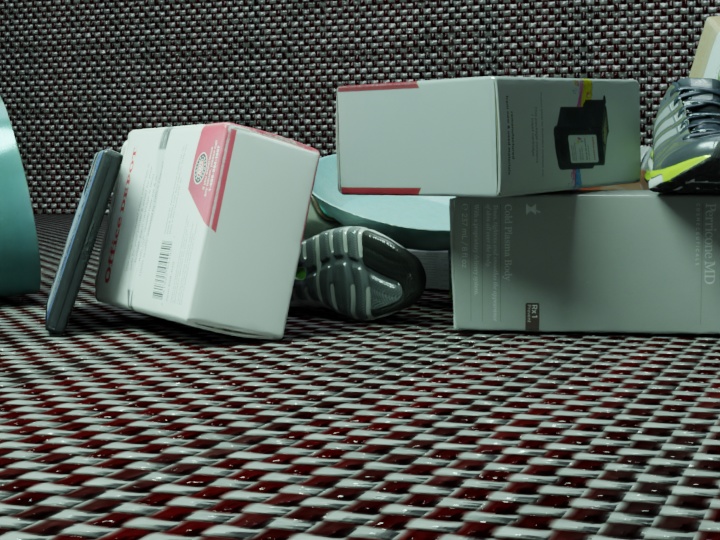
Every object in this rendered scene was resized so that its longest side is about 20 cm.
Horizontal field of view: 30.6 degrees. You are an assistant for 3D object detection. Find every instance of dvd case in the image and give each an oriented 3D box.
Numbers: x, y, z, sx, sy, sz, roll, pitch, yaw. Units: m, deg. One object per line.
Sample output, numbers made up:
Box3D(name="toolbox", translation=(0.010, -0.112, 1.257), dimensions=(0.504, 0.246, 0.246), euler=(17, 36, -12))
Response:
Box3D(name="dvd case", translation=(-0.226, -0.028, 1.068), dimensions=(0.018, 0.143, 0.200), euler=(18, 0, -14))

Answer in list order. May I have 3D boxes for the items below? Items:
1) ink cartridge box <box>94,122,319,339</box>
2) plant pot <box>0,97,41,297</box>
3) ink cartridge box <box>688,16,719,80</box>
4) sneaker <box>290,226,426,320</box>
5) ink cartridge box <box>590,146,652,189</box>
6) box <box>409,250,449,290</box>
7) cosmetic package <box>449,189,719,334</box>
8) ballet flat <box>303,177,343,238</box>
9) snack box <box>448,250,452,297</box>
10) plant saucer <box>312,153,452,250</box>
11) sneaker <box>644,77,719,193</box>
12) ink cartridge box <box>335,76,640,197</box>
Box3D(name="ink cartridge box", translation=(-0.123, -0.032, 1.005), dimensions=(0.085, 0.146, 0.200), euler=(13, -3, -32))
Box3D(name="plant pot", translation=(-0.396, -0.058, 1.199), dimensions=(0.161, 0.201, 0.201), euler=(-14, 9, -21))
Box3D(name="ink cartridge box", translation=(0.317, -0.081, 1.026), dimensions=(0.075, 0.165, 0.200), euler=(-2, 38, -13))
Box3D(name="sneaker", translation=(0.000, 0.000, 1.114), dimensions=(0.200, 0.075, 0.115), euler=(2, 3, 42))
Box3D(name="ink cartridge box", translation=(0.270, -0.049, 1.421), dimensions=(0.162, 0.200, 0.050), euler=(3, 49, 42))
Box3D(name="box", translation=(0.050, -0.003, 1.354), dimensions=(0.200, 0.041, 0.039), euler=(2, 5, 42))
Box3D(name="cosmetic package", translation=(0.172, -0.008, 0.988), dimensions=(0.200, 0.107, 0.090), euler=(-1, 6, 14))
Box3D(name="ballet flat", translation=(0.002, -0.067, 1.258), dimensions=(0.064, 0.067, 0.200), euler=(-24, -11, 42))
Box3D(name="snack box", translation=(0.192, -0.003, 1.158), dimensions=(0.169, 0.068, 0.200), euler=(-3, 4, -22))
Box3D(name="plant saucer", translation=(0.045, -0.055, 1.149), dimensions=(0.201, 0.039, 0.201), euler=(7, 21, -3))
Box3D(name="sneaker", translation=(0.239, -0.097, 0.941), dimensions=(0.074, 0.081, 0.200), euler=(1, 8, 3))
Box3D(name="ink cartridge box", translation=(0.100, -0.101, 0.989), dimensions=(0.146, 0.083, 0.200), euler=(3, 8, 40))
